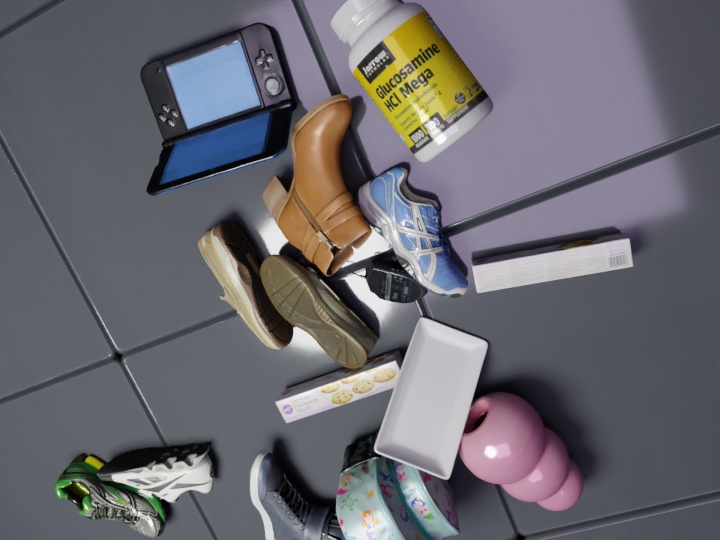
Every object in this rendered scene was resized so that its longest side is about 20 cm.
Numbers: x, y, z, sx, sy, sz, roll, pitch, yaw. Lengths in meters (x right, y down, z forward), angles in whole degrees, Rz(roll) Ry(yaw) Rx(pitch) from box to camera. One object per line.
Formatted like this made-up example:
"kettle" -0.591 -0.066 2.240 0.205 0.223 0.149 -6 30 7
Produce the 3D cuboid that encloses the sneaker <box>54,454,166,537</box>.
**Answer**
"sneaker" -0.423 0.398 0.986 0.200 0.085 0.078 28 109 0

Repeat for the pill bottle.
"pill bottle" 0.058 -0.240 0.699 0.112 0.112 0.200 -37 97 18

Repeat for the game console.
"game console" -0.196 -0.209 0.751 0.200 0.118 0.171 -14 103 13

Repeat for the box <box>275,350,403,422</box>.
"box" -0.028 0.173 0.865 0.200 0.039 0.041 -21 101 15

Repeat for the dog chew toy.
"dog chew toy" 0.231 0.261 0.815 0.200 0.125 0.125 39 109 -11

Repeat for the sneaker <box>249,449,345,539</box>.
"sneaker" -0.088 0.370 0.914 0.146 0.077 0.203 -1 116 22

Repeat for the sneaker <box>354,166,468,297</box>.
"sneaker" 0.080 -0.048 0.770 0.077 0.076 0.200 -39 97 22

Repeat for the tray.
"tray" 0.100 0.173 0.808 0.107 0.022 0.200 20 69 4

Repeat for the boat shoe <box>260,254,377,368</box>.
"boat shoe" -0.058 0.050 0.834 0.201 0.063 0.073 43 125 -1

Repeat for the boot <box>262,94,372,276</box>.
"boot" -0.034 -0.106 0.749 0.155 0.074 0.200 50 125 23

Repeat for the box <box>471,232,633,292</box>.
"box" 0.250 -0.010 0.770 0.200 0.039 0.041 -11 102 13

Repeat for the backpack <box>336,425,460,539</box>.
"backpack" 0.051 0.334 0.821 0.150 0.200 0.178 -30 98 16

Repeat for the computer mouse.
"computer mouse" 0.000 0.000 0.826 0.200 0.034 0.059 16 133 10

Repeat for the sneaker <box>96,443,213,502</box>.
"sneaker" -0.337 0.345 0.960 0.200 0.074 0.089 -7 103 12

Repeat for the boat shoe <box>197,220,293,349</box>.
"boat shoe" -0.169 0.029 0.850 0.076 0.072 0.200 -25 93 30
